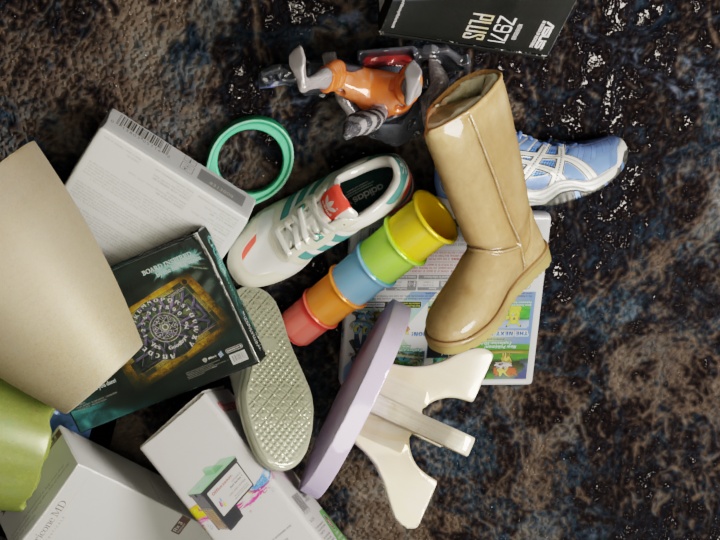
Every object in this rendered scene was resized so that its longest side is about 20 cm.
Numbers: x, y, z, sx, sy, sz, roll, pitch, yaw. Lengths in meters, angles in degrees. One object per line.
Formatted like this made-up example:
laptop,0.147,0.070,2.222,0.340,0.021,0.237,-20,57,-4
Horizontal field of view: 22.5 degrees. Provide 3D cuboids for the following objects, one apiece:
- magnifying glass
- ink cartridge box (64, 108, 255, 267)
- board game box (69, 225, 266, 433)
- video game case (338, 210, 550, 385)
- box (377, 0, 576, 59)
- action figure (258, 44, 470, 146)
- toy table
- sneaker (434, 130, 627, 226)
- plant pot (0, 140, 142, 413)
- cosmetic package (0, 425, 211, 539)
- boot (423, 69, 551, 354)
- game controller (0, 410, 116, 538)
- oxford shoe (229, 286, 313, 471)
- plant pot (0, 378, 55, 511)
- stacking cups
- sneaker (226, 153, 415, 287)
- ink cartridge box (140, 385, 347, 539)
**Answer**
magnifying glass,-0.141,-0.062,1.717,0.080,0.022,0.200,38,102,-21
ink cartridge box,-0.215,-0.029,1.700,0.160,0.047,0.200,32,120,-10
board game box,-0.203,0.056,1.684,0.199,0.028,0.136,-21,99,18
video game case,0.082,0.028,1.795,0.199,0.022,0.183,0,111,-12
box,0.116,-0.288,1.590,0.163,0.086,0.200,6,147,-14
action figure,-0.005,-0.152,1.633,0.199,0.193,0.105,-5,83,16
toy table,0.037,0.142,1.734,0.117,0.184,0.201,26,96,-6
sneaker,0.163,-0.101,1.730,0.199,0.076,0.077,-16,102,-15
plant pot,-0.293,0.023,1.602,0.187,0.187,0.200,-40,95,6
cosmetic package,-0.236,0.246,1.751,0.200,0.081,0.113,30,99,-35
boot,0.092,-0.051,1.625,0.175,0.066,0.201,-48,133,-35
game controller,-0.301,0.177,1.768,0.104,0.042,0.201,12,107,-15
oxford shoe,-0.093,0.108,1.713,0.075,0.201,0.058,7,138,-29
plant pot,-0.381,0.138,1.649,0.189,0.200,0.201,16,107,-15
stacking cups,0.000,0.000,1.723,0.200,0.061,0.060,-35,115,28
sneaker,-0.041,-0.053,1.690,0.199,0.093,0.071,-29,82,-2
ink cartridge box,-0.108,0.214,1.723,0.084,0.145,0.200,-39,86,2
